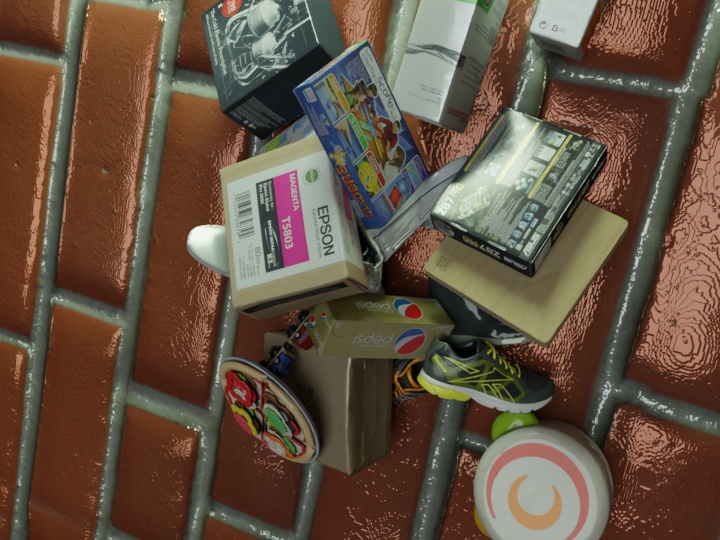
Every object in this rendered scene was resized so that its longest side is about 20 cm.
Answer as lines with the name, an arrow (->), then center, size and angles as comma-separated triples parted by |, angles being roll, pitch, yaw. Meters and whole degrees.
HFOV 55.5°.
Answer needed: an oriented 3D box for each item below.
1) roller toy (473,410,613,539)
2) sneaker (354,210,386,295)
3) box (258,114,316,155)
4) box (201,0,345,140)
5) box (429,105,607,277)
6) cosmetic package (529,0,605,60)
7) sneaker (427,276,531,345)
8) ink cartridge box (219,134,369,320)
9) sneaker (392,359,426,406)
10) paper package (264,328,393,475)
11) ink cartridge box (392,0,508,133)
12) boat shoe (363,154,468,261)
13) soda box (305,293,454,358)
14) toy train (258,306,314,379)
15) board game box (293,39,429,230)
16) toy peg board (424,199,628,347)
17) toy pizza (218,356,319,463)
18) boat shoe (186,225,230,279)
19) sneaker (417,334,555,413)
roller toy -> 0.260, 0.310, 0.968 | 0.180, 0.139, 0.203 | 17, 92, 24
sneaker -> 0.000, 0.000, 0.967 | 0.070, 0.073, 0.201 | -2, 130, 41
box -> -0.054, -0.179, 1.036 | 0.199, 0.113, 0.101 | -32, 119, 22
box -> -0.128, -0.339, 1.034 | 0.181, 0.104, 0.202 | -27, 63, 21
box -> 0.212, -0.111, 0.923 | 0.160, 0.049, 0.201 | 29, 75, 26
cosmetic package -> 0.297, -0.392, 0.899 | 0.071, 0.101, 0.202 | 24, 105, 16
sneaker -> 0.187, 0.050, 1.003 | 0.197, 0.075, 0.108 | -3, 94, 23
ink cartridge box -> -0.090, -0.055, 0.890 | 0.163, 0.075, 0.203 | -16, 70, 18
sneaker -> 0.066, 0.167, 1.063 | 0.199, 0.077, 0.079 | -30, 87, 23
paper package -> -0.052, 0.191, 1.063 | 0.198, 0.103, 0.194 | 7, 99, 42
ink cartridge box -> 0.124, -0.304, 0.950 | 0.083, 0.146, 0.203 | 22, 103, 19
boat shoe -> 0.092, -0.091, 1.006 | 0.199, 0.074, 0.066 | -38, 94, -5
soda box -> 0.029, 0.078, 0.960 | 0.064, 0.197, 0.068 | 58, 134, 45
toy train -> -0.082, 0.092, 1.005 | 0.201, 0.034, 0.046 | -51, 52, -3
board game box -> 0.009, -0.174, 0.882 | 0.034, 0.136, 0.202 | -6, 121, 42
toy peg board -> 0.228, -0.011, 0.950 | 0.198, 0.098, 0.201 | 32, 76, 29
toy pizza -> -0.142, 0.212, 1.007 | 0.199, 0.032, 0.202 | 28, 140, 26
boat shoe -> -0.155, 0.000, 0.973 | 0.198, 0.071, 0.064 | 22, 142, -16
sneaker -> 0.182, 0.142, 0.958 | 0.197, 0.075, 0.086 | 7, 109, -7
